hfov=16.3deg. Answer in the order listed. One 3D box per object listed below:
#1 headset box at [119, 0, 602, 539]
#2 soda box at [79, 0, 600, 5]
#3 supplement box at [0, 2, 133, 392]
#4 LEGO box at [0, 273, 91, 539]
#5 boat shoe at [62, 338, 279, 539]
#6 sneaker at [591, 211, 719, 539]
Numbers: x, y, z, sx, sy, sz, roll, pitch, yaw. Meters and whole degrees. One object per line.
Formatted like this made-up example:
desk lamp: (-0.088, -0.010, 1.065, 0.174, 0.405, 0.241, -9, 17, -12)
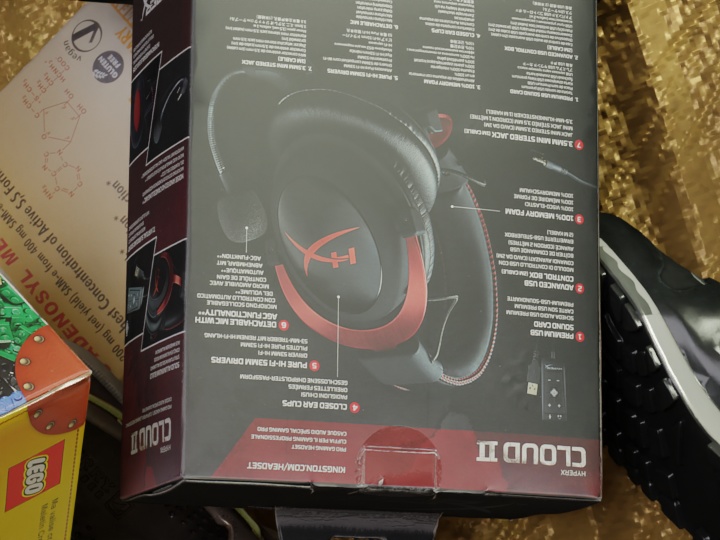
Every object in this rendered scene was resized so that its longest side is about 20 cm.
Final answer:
headset box: (0.000, 0.000, 0.841, 0.148, 0.075, 0.201, 4, 78, -21)
soda box: (-0.011, -0.128, 0.890, 0.199, 0.071, 0.063, 4, 75, -14)
supplement box: (-0.109, 0.006, 0.947, 0.200, 0.074, 0.126, -46, 65, 6)
LEGO box: (-0.168, 0.068, 0.824, 0.077, 0.200, 0.149, -26, 57, -33)
boat shoe: (-0.061, 0.105, 0.868, 0.072, 0.060, 0.200, -43, 94, 7)
sneaker: (0.142, 0.049, 0.848, 0.087, 0.076, 0.200, -20, 51, -20)
